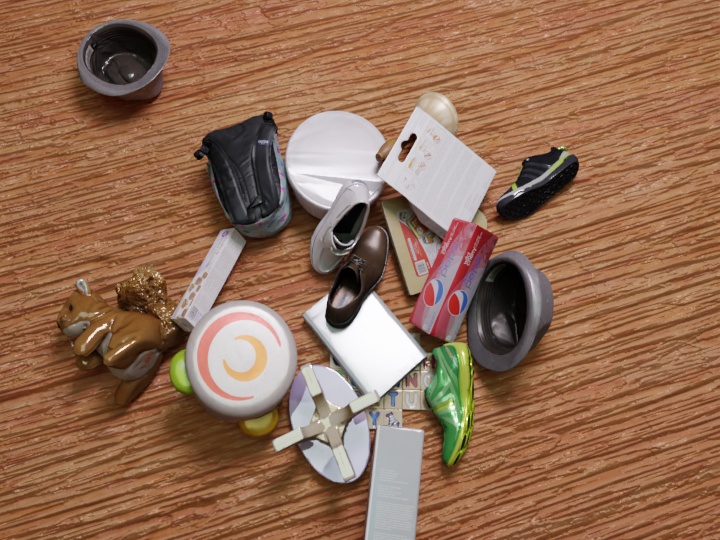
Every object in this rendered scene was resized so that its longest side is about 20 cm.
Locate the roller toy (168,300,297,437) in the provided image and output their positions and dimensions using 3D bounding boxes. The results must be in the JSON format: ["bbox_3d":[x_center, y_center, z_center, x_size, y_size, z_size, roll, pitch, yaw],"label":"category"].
[{"bbox_3d":[-0.196,0.155,1.046,0.197,0.140,0.185,30,68,-1],"label":"roller toy"}]

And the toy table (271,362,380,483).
[{"bbox_3d":[-0.054,0.246,1.026,0.182,0.117,0.202,-35,76,-10],"label":"toy table"}]

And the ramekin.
[{"bbox_3d":[-0.045,-0.185,1.177,0.196,0.095,0.208,3,69,-7],"label":"ramekin"}]

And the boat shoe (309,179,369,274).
[{"bbox_3d":[-0.038,-0.061,1.094,0.072,0.203,0.066,8,40,-19],"label":"boat shoe"}]

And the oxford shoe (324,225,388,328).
[{"bbox_3d":[0.000,0.000,1.105,0.071,0.085,0.203,20,66,10],"label":"oxford shoe"}]

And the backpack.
[{"bbox_3d":[-0.197,-0.165,1.157,0.163,0.127,0.204,-21,73,8],"label":"backpack"}]

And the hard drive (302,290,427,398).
[{"bbox_3d":[0.007,0.117,1.116,0.131,0.026,0.201,-37,73,-15],"label":"hard drive"}]

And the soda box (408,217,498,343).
[{"bbox_3d":[0.161,0.016,1.095,0.062,0.070,0.204,21,93,-34],"label":"soda box"}]

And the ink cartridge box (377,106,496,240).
[{"bbox_3d":[0.135,-0.170,1.148,0.198,0.050,0.164,34,73,-12],"label":"ink cartridge box"}]

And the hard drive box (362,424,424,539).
[{"bbox_3d":[0.049,0.354,0.980,0.075,0.156,0.205,7,71,2],"label":"hard drive box"}]

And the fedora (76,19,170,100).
[{"bbox_3d":[-0.457,-0.399,1.244,0.196,0.091,0.180,22,71,12],"label":"fedora"}]

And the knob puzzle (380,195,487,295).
[{"bbox_3d":[0.149,-0.066,1.183,0.214,0.030,0.226,3,78,-14],"label":"knob puzzle"}]

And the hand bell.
[{"bbox_3d":[0.091,-0.246,1.162,0.104,0.105,0.199,40,48,11],"label":"hand bell"}]

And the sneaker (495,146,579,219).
[{"bbox_3d":[0.331,-0.173,1.219,0.197,0.072,0.083,-31,51,-12],"label":"sneaker"}]

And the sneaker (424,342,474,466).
[{"bbox_3d":[0.151,0.226,1.074,0.081,0.074,0.206,-1,78,23],"label":"sneaker"}]

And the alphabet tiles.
[{"bbox_3d":[0.041,0.193,1.110,0.194,0.008,0.172,2,72,-1],"label":"alphabet tiles"}]

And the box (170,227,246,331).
[{"bbox_3d":[-0.264,0.014,1.108,0.038,0.042,0.203,-6,49,35],"label":"box"}]

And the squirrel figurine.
[{"bbox_3d":[-0.412,0.087,1.083,0.185,0.143,0.200,35,60,20],"label":"squirrel figurine"}]

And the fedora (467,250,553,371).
[{"bbox_3d":[0.270,0.072,1.090,0.088,0.176,0.206,6,87,-29],"label":"fedora"}]
